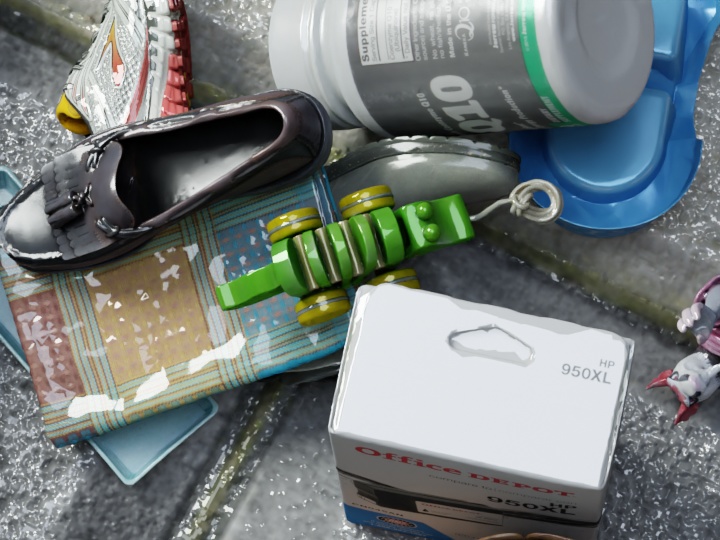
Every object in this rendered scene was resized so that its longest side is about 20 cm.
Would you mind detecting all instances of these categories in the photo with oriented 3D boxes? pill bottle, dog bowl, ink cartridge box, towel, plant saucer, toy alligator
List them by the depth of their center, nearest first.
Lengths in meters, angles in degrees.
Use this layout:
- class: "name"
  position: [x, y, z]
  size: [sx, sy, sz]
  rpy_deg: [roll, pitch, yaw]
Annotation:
- class: "ink cartridge box"
  position: [0.063, 0.087, 1.329]
  size: [0.144, 0.200, 0.085]
  rpy_deg: [11, 72, 6]
- class: "toy alligator"
  position: [0.018, -0.018, 1.353]
  size: [0.199, 0.054, 0.060]
  rpy_deg: [-17, 82, -6]
- class: "pill bottle"
  position: [0.054, -0.132, 1.409]
  size: [0.199, 0.113, 0.114]
  rpy_deg: [-2, 68, 37]
- class: "towel"
  position: [-0.103, 0.001, 1.409]
  size: [0.199, 0.022, 0.147]
  rpy_deg: [-20, 82, 10]
- class: "plant saucer"
  position: [-0.170, 0.032, 1.454]
  size: [0.070, 0.019, 0.200]
  rpy_deg: [-40, 74, -10]
- class: "dog bowl"
  position: [0.149, -0.111, 1.470]
  size: [0.111, 0.050, 0.201]
  rpy_deg: [9, 73, 6]

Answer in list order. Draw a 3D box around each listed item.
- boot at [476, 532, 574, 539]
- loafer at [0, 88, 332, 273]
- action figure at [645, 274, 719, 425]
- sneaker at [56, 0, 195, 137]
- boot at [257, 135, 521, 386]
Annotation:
- class: "boot"
  position: [0.043, 0.185, 1.322]
  size: [0.199, 0.155, 0.077]
  rpy_deg: [-2, 72, 2]
- class: "loafer"
  position: [-0.115, -0.054, 1.373]
  size: [0.199, 0.063, 0.072]
  rpy_deg: [-20, 82, 12]
- class: "action figure"
  position: [0.243, 0.015, 1.397]
  size: [0.199, 0.134, 0.149]
  rpy_deg: [-29, 28, 20]
- class: "sneaker"
  position: [-0.140, -0.118, 1.470]
  size: [0.082, 0.078, 0.201]
  rpy_deg: [-5, 72, 2]
- class: "boot"
  position: [0.000, 0.000, 1.427]
  size: [0.199, 0.068, 0.132]
  rpy_deg: [-8, 74, 19]
